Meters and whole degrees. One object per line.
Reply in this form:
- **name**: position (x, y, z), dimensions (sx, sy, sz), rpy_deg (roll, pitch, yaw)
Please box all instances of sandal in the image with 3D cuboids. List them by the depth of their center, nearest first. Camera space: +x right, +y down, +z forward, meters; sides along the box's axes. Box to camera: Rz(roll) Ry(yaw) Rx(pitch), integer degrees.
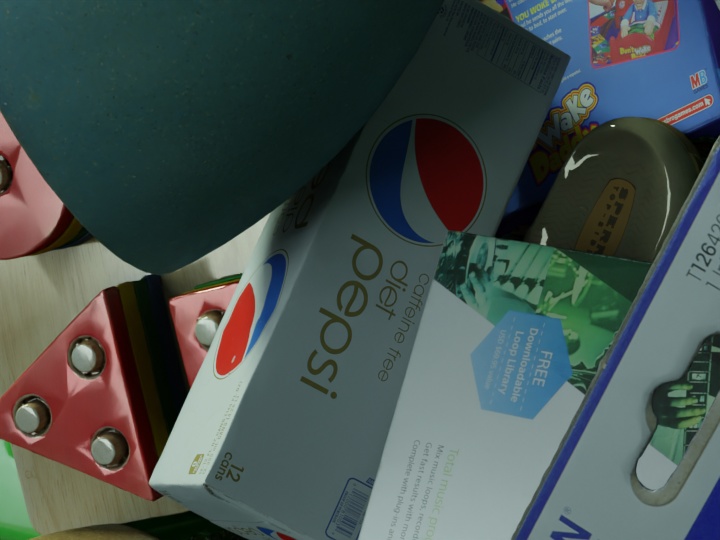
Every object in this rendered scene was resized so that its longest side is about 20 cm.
- **sandal**: position (0.060, 0.037, 0.805), dimensions (0.080, 0.054, 0.201), rpy_deg (20, 88, 38)

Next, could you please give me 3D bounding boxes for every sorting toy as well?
- **sorting toy**: position (-0.080, -0.001, 0.922), dimensions (0.198, 0.070, 0.201), rpy_deg (-12, 94, 24)

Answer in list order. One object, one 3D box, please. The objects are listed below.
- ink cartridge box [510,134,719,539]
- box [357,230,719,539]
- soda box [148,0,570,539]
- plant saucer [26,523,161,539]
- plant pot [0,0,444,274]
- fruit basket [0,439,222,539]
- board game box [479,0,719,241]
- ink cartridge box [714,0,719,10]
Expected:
- **ink cartridge box**: position (0.153, 0.072, 0.608), dimensions (0.199, 0.047, 0.198), rpy_deg (34, 118, 17)
- **box**: position (0.100, 0.073, 0.723), dimensions (0.199, 0.036, 0.145), rpy_deg (10, 76, 27)
- **soda box**: position (0.000, 0.000, 0.826), dimensions (0.201, 0.063, 0.068), rpy_deg (-66, 18, -14)
- **plant saucer**: position (-0.053, 0.160, 0.945), dimensions (0.200, 0.200, 0.036), rpy_deg (20, 67, 47)
- **plant pot**: position (-0.044, -0.117, 0.763), dimensions (0.134, 0.200, 0.201), rpy_deg (-23, 67, 13)
- **fruit basket**: position (-0.140, 0.016, 1.072), dimensions (0.214, 0.155, 0.217), rpy_deg (2, 94, 32)
- **board game box**: position (0.069, -0.086, 0.905), dimensions (0.199, 0.045, 0.135), rpy_deg (-25, 69, 45)
- **ink cartridge box**: position (0.201, -0.050, 0.737), dimensions (0.104, 0.059, 0.201), rpy_deg (-44, 57, 32)
